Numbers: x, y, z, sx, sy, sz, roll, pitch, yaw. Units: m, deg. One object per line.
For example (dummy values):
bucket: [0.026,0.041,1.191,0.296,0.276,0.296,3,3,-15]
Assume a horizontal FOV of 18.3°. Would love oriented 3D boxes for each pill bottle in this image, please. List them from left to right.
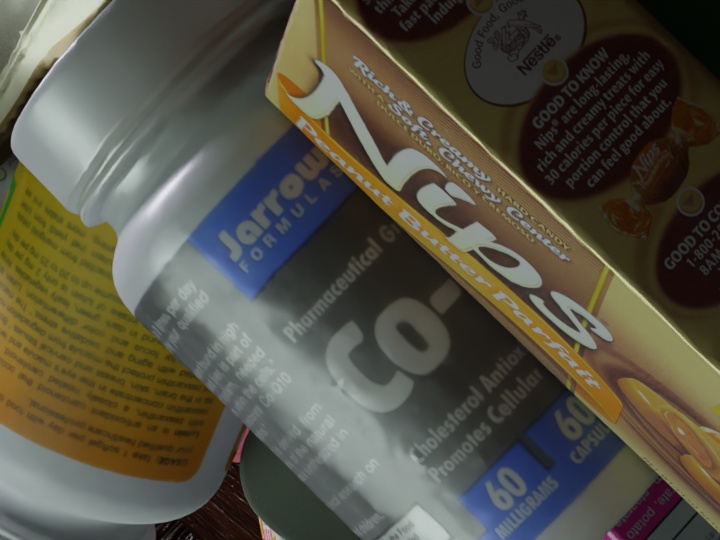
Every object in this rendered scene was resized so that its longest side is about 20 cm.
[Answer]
pill bottle: [-0.085,0.020,0.800,0.111,0.201,0.111,22,-165,-6]
pill bottle: [0.000,0.000,0.658,0.200,0.114,0.114,44,168,2]

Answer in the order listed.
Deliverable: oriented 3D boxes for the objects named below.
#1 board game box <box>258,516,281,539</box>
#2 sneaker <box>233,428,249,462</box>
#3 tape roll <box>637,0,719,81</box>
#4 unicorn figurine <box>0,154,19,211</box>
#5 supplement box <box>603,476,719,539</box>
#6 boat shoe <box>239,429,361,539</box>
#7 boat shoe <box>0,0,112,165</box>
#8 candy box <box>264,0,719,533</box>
board game box: [0.043,0.095,0.994,0.200,0.151,0.046,167,92,-77]
sneaker: [-0.037,-0.008,0.863,0.074,0.086,0.201,-125,36,-61]
tape roll: [0.092,-0.036,0.618,0.200,0.048,0.200,42,169,11]
unicorn figurine: [-0.162,-0.003,0.854,0.074,0.200,0.138,36,156,29]
supplement box: [0.088,0.042,0.770,0.200,0.103,0.101,45,168,1]
boat shoe: [0.044,0.116,0.799,0.201,0.070,0.071,40,-174,21]
boat shoe: [-0.121,-0.080,0.703,0.069,0.200,0.074,42,-150,-4]
candy box: [0.067,-0.006,0.551,0.200,0.055,0.115,45,168,2]
